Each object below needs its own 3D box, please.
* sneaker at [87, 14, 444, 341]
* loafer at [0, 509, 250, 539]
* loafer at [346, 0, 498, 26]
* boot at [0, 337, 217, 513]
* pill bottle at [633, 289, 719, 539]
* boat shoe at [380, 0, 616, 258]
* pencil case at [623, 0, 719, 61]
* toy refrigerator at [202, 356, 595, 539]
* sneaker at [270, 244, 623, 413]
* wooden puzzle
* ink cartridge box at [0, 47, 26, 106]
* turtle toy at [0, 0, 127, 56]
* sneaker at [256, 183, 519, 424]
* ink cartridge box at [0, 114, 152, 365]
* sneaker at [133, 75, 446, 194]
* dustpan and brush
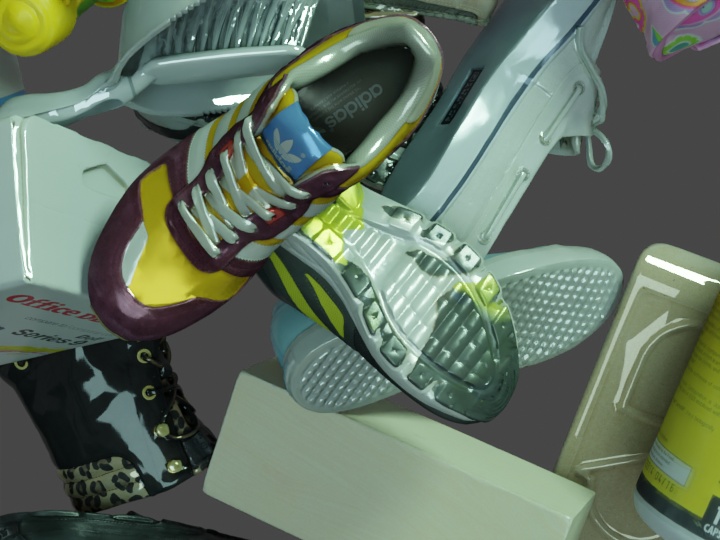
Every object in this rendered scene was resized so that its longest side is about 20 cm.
[{"bbox_3d":[-0.047,-0.045,0.766,0.200,0.090,0.075,-44,92,-3],"label":"sneaker"},{"bbox_3d":[-0.116,0.164,0.951,0.200,0.071,0.068,11,121,-37],"label":"loafer"},{"bbox_3d":[-0.023,-0.154,0.908,0.199,0.072,0.063,17,104,10],"label":"loafer"},{"bbox_3d":[-0.117,0.041,0.953,0.199,0.073,0.151,-23,98,13],"label":"boot"},{"bbox_3d":[0.226,0.054,0.867,0.111,0.112,0.201,22,99,0],"label":"pill bottle"},{"bbox_3d":[0.097,-0.085,0.897,0.086,0.075,0.203,37,78,-21],"label":"boat shoe"},{"bbox_3d":[0.135,-0.206,0.847,0.087,0.087,0.201,-31,78,11],"label":"pencil case"},{"bbox_3d":[0.021,0.122,0.940,0.199,0.070,0.076,22,103,16],"label":"toy refrigerator"},{"bbox_3d":[0.044,0.012,0.936,0.199,0.082,0.074,-12,131,-15],"label":"sneaker"},{"bbox_3d":[0.208,0.105,0.954,0.184,0.046,0.201,20,98,0],"label":"wooden puzzle"},{"bbox_3d":[-0.272,-0.134,0.924,0.145,0.086,0.201,-10,99,7],"label":"ink cartridge box"},{"bbox_3d":[-0.149,-0.170,0.817,0.200,0.146,0.101,-36,99,23],"label":"turtle toy"},{"bbox_3d":[0.000,0.000,0.858,0.074,0.085,0.200,-42,84,-20],"label":"sneaker"},{"bbox_3d":[-0.208,-0.004,0.856,0.199,0.145,0.088,-14,76,22],"label":"ink cartridge box"},{"bbox_3d":[-0.032,-0.085,0.929,0.199,0.080,0.074,18,73,-13],"label":"sneaker"},{"bbox_3d":[-0.094,-0.101,0.819,0.199,0.140,0.058,-9,72,1],"label":"dustpan and brush"}]
